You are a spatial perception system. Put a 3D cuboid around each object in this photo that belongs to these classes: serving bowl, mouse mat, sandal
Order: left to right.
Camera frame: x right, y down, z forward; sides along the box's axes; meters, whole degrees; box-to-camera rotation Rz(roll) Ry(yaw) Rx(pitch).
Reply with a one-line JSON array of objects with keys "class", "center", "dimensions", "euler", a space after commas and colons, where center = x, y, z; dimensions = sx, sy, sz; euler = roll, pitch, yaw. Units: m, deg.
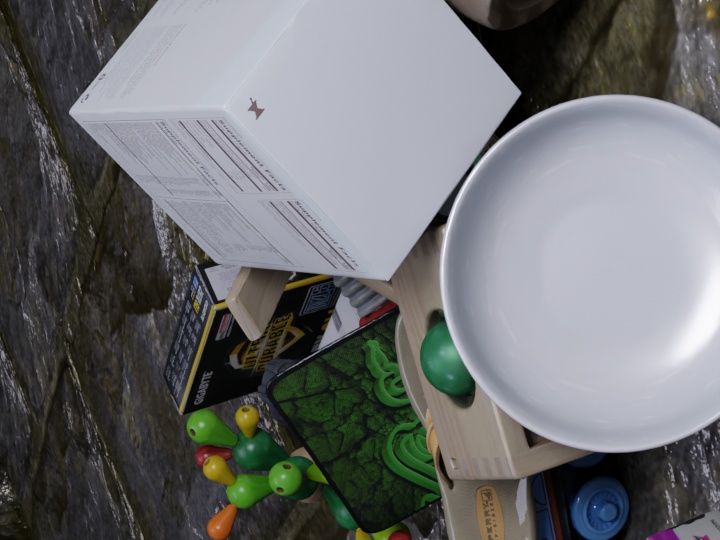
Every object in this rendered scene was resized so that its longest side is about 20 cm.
[{"class": "mouse mat", "center": [0.038, 0.098, 1.424], "dimensions": [0.200, 0.160, 0.008], "euler": [58, -176, -45]}, {"class": "sandal", "center": [0.072, 0.113, 1.336], "dimensions": [0.054, 0.080, 0.202], "euler": [-18, -84, -77]}, {"class": "serving bowl", "center": [0.145, 0.002, 1.172], "dimensions": [0.066, 0.198, 0.202], "euler": [0, -108, -86]}]

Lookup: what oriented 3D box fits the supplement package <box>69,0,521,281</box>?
[{"class": "supplement package", "center": [-0.042, -0.102, 1.236], "dimensions": [0.151, 0.152, 0.199], "euler": [46, 159, -27]}]

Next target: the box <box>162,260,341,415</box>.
[{"class": "box", "center": [-0.076, 0.041, 1.733], "dimensions": [0.050, 0.158, 0.200], "euler": [62, 155, 22]}]

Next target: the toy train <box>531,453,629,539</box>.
[{"class": "toy train", "center": [0.123, 0.170, 1.412], "dimensions": [0.087, 0.113, 0.202], "euler": [14, 119, 64]}]

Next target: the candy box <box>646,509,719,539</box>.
[{"class": "candy box", "center": [0.233, 0.274, 1.296], "dimensions": [0.137, 0.061, 0.201], "euler": [50, 147, 44]}]

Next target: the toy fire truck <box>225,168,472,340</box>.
[{"class": "toy fire truck", "center": [0.000, 0.000, 1.409], "dimensions": [0.177, 0.199, 0.129], "euler": [53, 167, -5]}]

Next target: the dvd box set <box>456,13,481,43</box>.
[{"class": "dvd box set", "center": [0.025, -0.203, 1.492], "dimensions": [0.200, 0.029, 0.148], "euler": [27, 130, 60]}]

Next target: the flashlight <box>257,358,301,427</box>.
[{"class": "flashlight", "center": [-0.027, 0.096, 1.563], "dimensions": [0.200, 0.067, 0.068], "euler": [-172, 94, -68]}]

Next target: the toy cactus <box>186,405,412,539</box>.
[{"class": "toy cactus", "center": [-0.045, 0.173, 1.601], "dimensions": [0.165, 0.198, 0.103], "euler": [13, -85, -82]}]

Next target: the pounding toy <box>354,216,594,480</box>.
[{"class": "pounding toy", "center": [0.090, 0.027, 1.277], "dimensions": [0.142, 0.198, 0.186], "euler": [-16, 91, 69]}]

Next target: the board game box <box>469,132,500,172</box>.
[{"class": "board game box", "center": [0.037, -0.134, 1.420], "dimensions": [0.201, 0.023, 0.105], "euler": [54, 165, -5]}]

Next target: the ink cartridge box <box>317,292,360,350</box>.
[{"class": "ink cartridge box", "center": [0.042, 0.075, 1.576], "dimensions": [0.147, 0.084, 0.200], "euler": [64, 155, 22]}]

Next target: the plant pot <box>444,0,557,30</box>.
[{"class": "plant pot", "center": [0.059, -0.242, 1.212], "dimensions": [0.174, 0.199, 0.201], "euler": [47, 150, 18]}]
